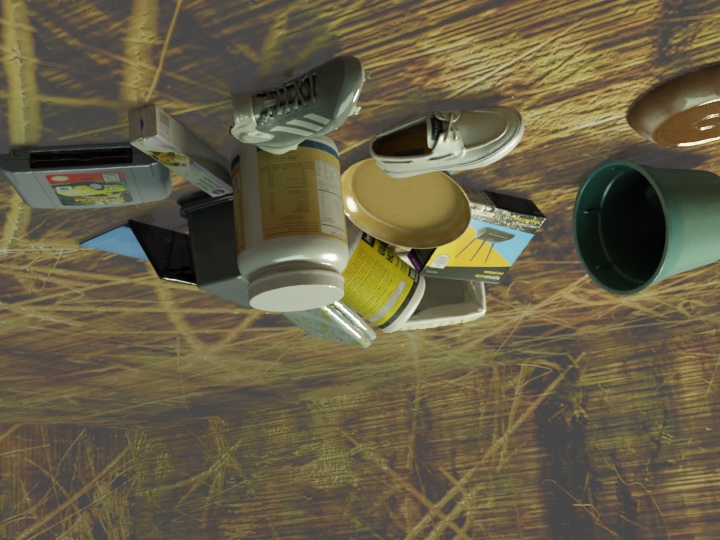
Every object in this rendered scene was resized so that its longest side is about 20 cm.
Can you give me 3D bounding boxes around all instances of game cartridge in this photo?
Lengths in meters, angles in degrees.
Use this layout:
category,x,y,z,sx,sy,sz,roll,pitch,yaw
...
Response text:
category,x,y,z,sx,sy,sz,roll,pitch,yaw
game cartridge,-0.344,-0.119,1.062,0.194,0.042,0.133,-4,168,-8

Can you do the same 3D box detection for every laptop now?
category,x,y,z,sx,sy,sz,roll,pitch,yaw
laptop,-0.316,-0.002,1.338,0.117,0.201,0.185,-50,147,18

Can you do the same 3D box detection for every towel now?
category,x,y,z,sx,sy,sz,roll,pitch,yaw
towel,-0.082,0.072,1.530,0.169,0.049,0.200,6,152,44

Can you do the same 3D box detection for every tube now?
category,x,y,z,sx,sy,sz,roll,pitch,yaw
tube,0.078,-0.124,1.203,0.075,0.052,0.200,5,157,-21

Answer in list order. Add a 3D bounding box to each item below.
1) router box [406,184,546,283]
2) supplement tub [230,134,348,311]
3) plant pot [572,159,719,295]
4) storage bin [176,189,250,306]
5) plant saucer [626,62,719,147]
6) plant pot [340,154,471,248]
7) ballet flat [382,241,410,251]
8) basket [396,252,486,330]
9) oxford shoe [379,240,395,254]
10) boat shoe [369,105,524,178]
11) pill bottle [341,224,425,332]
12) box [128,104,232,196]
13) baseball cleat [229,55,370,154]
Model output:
category,x,y,z,sx,sy,sz,roll,pitch,yaw
router box,0.189,-0.055,1.349,0.197,0.051,0.151,5,129,-40
supplement tub,-0.089,-0.062,1.053,0.141,0.205,0.145,-6,165,-2
plant pot,0.469,-0.074,1.296,0.192,0.205,0.200,-7,166,-28
storage bin,-0.188,-0.028,1.257,0.142,0.138,0.199,-12,162,19
plant saucer,0.451,-0.208,1.085,0.195,0.038,0.201,-7,163,-2
plant pot,0.063,-0.102,1.181,0.195,0.028,0.202,11,147,7
ballet flat,0.122,-0.063,1.390,0.195,0.073,0.071,-2,164,-18
basket,0.138,0.040,1.636,0.194,0.139,0.124,-7,168,0
oxford shoe,-0.012,-0.017,1.462,0.071,0.087,0.198,3,163,-36
boat shoe,0.103,-0.166,1.030,0.195,0.073,0.070,-8,164,23
pill bottle,0.000,0.000,1.343,0.198,0.114,0.112,37,149,-15
box,-0.214,-0.142,1.022,0.038,0.043,0.200,-10,165,16
baseball cleat,-0.079,-0.177,0.905,0.104,0.072,0.199,4,160,-35
